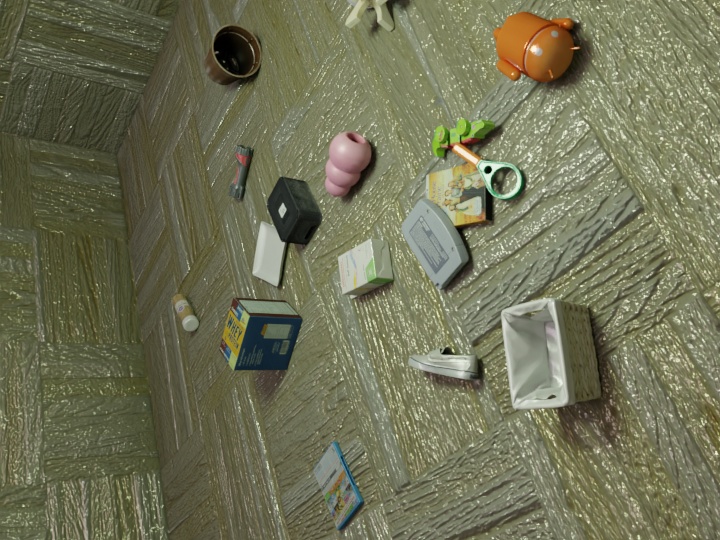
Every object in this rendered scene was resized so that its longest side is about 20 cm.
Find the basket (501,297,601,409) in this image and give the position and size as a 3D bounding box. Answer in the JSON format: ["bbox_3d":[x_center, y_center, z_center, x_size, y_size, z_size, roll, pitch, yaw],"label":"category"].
[{"bbox_3d":[0.372,0.165,1.251,0.135,0.122,0.202,-21,68,50],"label":"basket"}]

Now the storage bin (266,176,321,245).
[{"bbox_3d":[-0.221,-0.197,2.117,0.136,0.093,0.201,-54,45,33],"label":"storage bin"}]

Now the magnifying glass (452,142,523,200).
[{"bbox_3d":[0.287,-0.232,1.462,0.200,0.022,0.080,43,108,29],"label":"magnifying glass"}]

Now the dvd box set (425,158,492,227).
[{"bbox_3d":[0.236,-0.178,1.555,0.199,0.029,0.148,-6,81,52],"label":"dvd box set"}]

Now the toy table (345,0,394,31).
[{"bbox_3d":[0.029,-0.771,1.811,0.200,0.182,0.118,-29,45,57],"label":"toy table"}]

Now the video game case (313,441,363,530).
[{"bbox_3d":[-0.068,0.623,1.865,0.144,0.018,0.201,-58,44,30],"label":"video game case"}]

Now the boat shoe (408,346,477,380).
[{"bbox_3d":[0.195,0.213,1.526,0.199,0.071,0.066,4,84,52],"label":"boat shoe"}]

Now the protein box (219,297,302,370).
[{"bbox_3d":[-0.330,0.211,2.118,0.135,0.198,0.200,38,115,49],"label":"protein box"}]

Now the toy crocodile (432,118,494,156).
[{"bbox_3d":[0.241,-0.321,1.539,0.199,0.067,0.063,-6,86,55],"label":"toy crocodile"}]

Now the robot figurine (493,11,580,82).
[{"bbox_3d":[0.366,-0.471,1.349,0.200,0.143,0.118,51,147,44],"label":"robot figurine"}]

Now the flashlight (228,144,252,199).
[{"bbox_3d":[-0.473,-0.385,2.503,0.068,0.067,0.202,-110,36,-70],"label":"flashlight"}]

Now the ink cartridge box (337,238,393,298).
[{"bbox_3d":[0.000,0.000,1.815,0.199,0.067,0.118,-28,64,48],"label":"ink cartridge box"}]

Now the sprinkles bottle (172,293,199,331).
[{"bbox_3d":[-0.769,0.183,2.819,0.200,0.068,0.069,48,123,45],"label":"sprinkles bottle"}]

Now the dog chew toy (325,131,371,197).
[{"bbox_3d":[-0.046,-0.303,1.883,0.125,0.123,0.201,60,139,38],"label":"dog chew toy"}]

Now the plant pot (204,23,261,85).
[{"bbox_3d":[-0.517,-0.833,2.527,0.198,0.198,0.203,-4,82,60],"label":"plant pot"}]

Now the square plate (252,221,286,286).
[{"bbox_3d":[-0.316,-0.061,2.279,0.199,0.028,0.200,20,101,52],"label":"square plate"}]

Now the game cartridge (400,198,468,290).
[{"bbox_3d":[0.182,-0.070,1.574,0.201,0.041,0.133,60,141,23],"label":"game cartridge"}]
